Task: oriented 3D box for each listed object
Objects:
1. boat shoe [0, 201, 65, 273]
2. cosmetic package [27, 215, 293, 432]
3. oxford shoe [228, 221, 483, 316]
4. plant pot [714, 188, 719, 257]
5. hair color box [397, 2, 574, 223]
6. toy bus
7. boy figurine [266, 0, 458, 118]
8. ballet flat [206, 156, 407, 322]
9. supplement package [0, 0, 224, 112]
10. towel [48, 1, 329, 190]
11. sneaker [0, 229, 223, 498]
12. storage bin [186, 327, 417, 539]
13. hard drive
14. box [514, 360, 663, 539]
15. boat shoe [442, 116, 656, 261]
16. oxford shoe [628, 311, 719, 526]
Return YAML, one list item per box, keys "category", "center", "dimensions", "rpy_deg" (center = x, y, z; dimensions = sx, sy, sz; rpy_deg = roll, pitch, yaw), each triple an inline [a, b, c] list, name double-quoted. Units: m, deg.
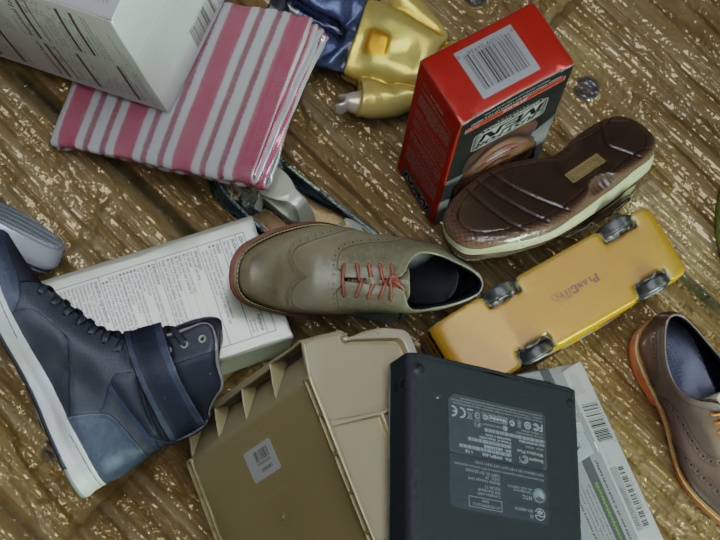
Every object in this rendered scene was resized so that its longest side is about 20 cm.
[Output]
- category: "boat shoe"
  center: [-0.324, -0.034, 1.429]
  dimensions: [0.200, 0.072, 0.062]
  rpy_deg: [23, 99, 3]
- category: "cosmetic package"
  center: [-0.162, 0.041, 1.415]
  dimensions: [0.200, 0.073, 0.104]
  rpy_deg: [-17, 79, -11]
- category: "oxford shoe"
  center: [0.000, 0.000, 1.386]
  dimensions: [0.200, 0.075, 0.071]
  rpy_deg: [-3, 97, -31]
- category: "plant pot"
  center: [0.399, -0.055, 1.441]
  dimensions: [0.200, 0.193, 0.201]
  rpy_deg: [2, 75, -6]
- category: "hair color box"
  center: [0.091, -0.115, 1.416]
  dimensions: [0.101, 0.200, 0.061]
  rpy_deg: [-29, 76, -12]
- category: "toy bus"
  center: [0.149, 0.029, 1.450]
  dimensions: [0.200, 0.078, 0.065]
  rpy_deg: [-29, 80, -13]
- category: "boy figurine"
  center: [0.019, -0.173, 1.497]
  dimensions: [0.200, 0.064, 0.125]
  rpy_deg: [24, 72, 4]
- category: "ballet flat"
  center: [-0.039, -0.032, 1.451]
  dimensions: [0.200, 0.074, 0.074]
  rpy_deg: [35, 75, 3]
- category: "supplement package"
  center: [-0.219, -0.243, 1.416]
  dimensions: [0.200, 0.151, 0.152]
  rpy_deg: [19, 74, 18]
- category: "towel"
  center: [-0.136, -0.142, 1.456]
  dimensions: [0.200, 0.030, 0.147]
  rpy_deg: [12, 70, 24]
- category: "sneaker"
  center: [-0.179, 0.039, 1.330]
  dimensions: [0.146, 0.077, 0.203]
  rpy_deg: [-27, 91, 0]
- category: "storage bin"
  center: [-0.020, 0.163, 1.324]
  dimensions: [0.094, 0.200, 0.199]
  rpy_deg: [-13, 76, -35]
- category: "hard drive"
  center: [0.084, 0.164, 1.240]
  dimensions: [0.139, 0.033, 0.200]
  rpy_deg: [14, 61, -26]
- category: "box"
  center: [0.129, 0.152, 1.370]
  dimensions: [0.200, 0.041, 0.156]
  rpy_deg: [-6, 68, -53]
- category: "boat shoe"
  center: [0.148, -0.047, 1.458]
  dimensions: [0.202, 0.075, 0.075]
  rpy_deg: [-24, 57, -26]
- category: "oxford shoe"
  center: [0.273, 0.123, 1.442]
  dimensions: [0.071, 0.073, 0.200]
  rpy_deg: [-29, 81, -13]
